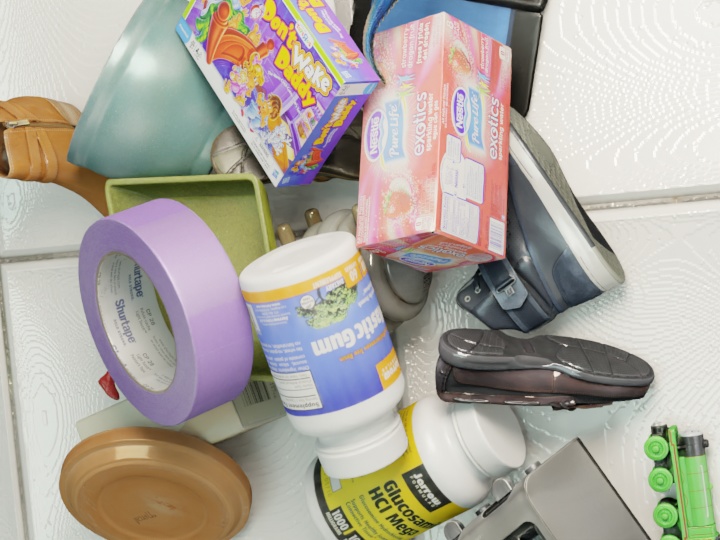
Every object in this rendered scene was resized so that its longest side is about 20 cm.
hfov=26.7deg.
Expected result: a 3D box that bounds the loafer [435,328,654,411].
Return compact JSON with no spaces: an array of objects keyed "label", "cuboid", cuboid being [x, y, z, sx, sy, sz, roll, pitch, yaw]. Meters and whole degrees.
[{"label":"loafer","cuboid":[0.163,0.097,1.375,0.198,0.072,0.063,8,116,-6]}]

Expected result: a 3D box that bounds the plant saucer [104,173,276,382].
[{"label":"plant saucer","cuboid":[-0.146,0.002,1.470,0.198,0.048,0.202,1,106,36]}]

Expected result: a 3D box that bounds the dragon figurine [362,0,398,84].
[{"label":"dragon figurine","cuboid":[0.043,-0.267,1.297,0.099,0.059,0.202,-1,78,34]}]

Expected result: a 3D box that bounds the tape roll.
[{"label":"tape roll","cuboid":[-0.182,0.039,1.403,0.200,0.065,0.202,29,129,43]}]

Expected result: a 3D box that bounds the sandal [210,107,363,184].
[{"label":"sandal","cuboid":[-0.045,-0.111,1.465,0.198,0.055,0.082,-10,75,-9]}]

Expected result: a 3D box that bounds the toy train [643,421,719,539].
[{"label":"toy train","cuboid":[0.294,0.234,1.362,0.056,0.042,0.202,-7,91,18]}]

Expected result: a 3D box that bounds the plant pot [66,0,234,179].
[{"label":"plant pot","cuboid":[-0.186,-0.165,1.507,0.133,0.200,0.201,28,109,-5]}]

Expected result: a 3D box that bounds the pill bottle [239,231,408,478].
[{"label":"pill bottle","cuboid":[-0.025,0.077,1.350,0.111,0.112,0.201,-12,106,28]}]

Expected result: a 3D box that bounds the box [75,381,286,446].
[{"label":"box","cuboid":[-0.187,0.154,1.578,0.199,0.095,0.078,-25,84,29]}]

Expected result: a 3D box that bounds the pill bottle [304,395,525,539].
[{"label":"pill bottle","cuboid":[0.053,0.189,1.442,0.199,0.112,0.113,-32,80,27]}]

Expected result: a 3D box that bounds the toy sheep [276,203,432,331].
[{"label":"toy sheep","cuboid":[0.000,0.000,1.444,0.199,0.137,0.139,-12,89,38]}]

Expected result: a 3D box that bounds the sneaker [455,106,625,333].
[{"label":"sneaker","cuboid":[0.130,-0.040,1.399,0.146,0.077,0.203,-33,82,24]}]

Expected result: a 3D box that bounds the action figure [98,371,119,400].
[{"label":"action figure","cuboid":[-0.190,0.062,1.587,0.099,0.065,0.201,38,112,27]}]

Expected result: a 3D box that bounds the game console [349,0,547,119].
[{"label":"game console","cuboid":[0.061,-0.241,1.401,0.199,0.176,0.117,14,73,25]}]

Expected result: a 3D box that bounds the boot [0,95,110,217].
[{"label":"boot","cuboid":[-0.312,-0.104,1.583,0.200,0.154,0.074,43,112,18]}]

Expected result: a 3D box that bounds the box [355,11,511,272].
[{"label":"box","cuboid":[0.065,-0.110,1.338,0.094,0.102,0.202,-10,71,41]}]

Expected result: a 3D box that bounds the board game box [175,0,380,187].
[{"label":"board game box","cuboid":[-0.079,-0.195,1.364,0.201,0.045,0.135,57,132,24]}]

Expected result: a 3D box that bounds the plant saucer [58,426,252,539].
[{"label":"plant saucer","cuboid":[-0.211,0.234,1.557,0.198,0.032,0.201,3,136,3]}]

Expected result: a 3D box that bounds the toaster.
[{"label":"toaster","cuboid":[0.171,0.282,1.364,0.201,0.118,0.181,55,133,14]}]

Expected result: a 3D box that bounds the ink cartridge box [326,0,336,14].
[{"label":"ink cartridge box","cuboid":[-0.071,-0.284,1.456,0.067,0.116,0.202,-8,92,-13]}]
